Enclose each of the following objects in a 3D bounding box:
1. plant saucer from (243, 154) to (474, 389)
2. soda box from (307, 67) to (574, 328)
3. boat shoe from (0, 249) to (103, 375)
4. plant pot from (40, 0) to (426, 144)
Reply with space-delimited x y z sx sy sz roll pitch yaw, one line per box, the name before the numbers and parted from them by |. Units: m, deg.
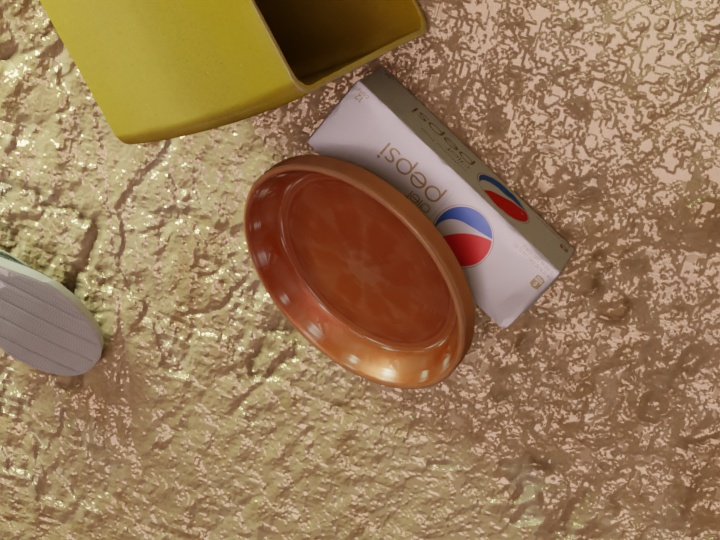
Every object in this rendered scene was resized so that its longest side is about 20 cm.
plant saucer | 0.000 0.000 1.069 0.199 0.032 0.201 27 141 25
soda box | 0.060 -0.053 1.058 0.200 0.068 0.064 43 113 2
boat shoe | -0.296 0.011 1.189 0.199 0.071 0.072 35 100 -16
plant pot | -0.105 -0.196 1.011 0.176 0.200 0.201 -26 97 33
